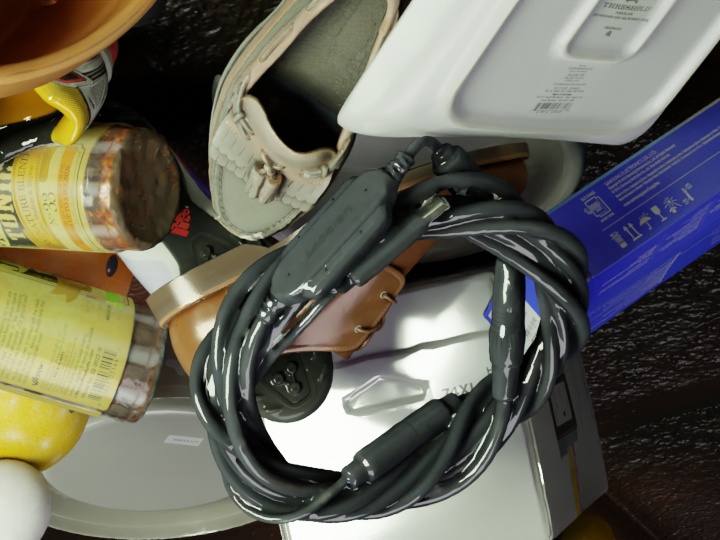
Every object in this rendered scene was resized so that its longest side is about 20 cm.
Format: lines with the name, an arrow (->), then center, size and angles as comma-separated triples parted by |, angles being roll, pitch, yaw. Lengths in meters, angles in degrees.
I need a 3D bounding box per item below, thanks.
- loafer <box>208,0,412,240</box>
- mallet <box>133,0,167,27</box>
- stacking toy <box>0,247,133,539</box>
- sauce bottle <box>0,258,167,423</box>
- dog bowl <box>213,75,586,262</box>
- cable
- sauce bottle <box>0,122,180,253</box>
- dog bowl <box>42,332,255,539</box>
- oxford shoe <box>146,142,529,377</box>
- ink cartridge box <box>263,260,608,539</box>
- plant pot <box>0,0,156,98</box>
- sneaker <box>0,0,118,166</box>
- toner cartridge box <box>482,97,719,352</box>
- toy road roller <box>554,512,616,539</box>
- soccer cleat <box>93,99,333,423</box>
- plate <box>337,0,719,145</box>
loafer -> -0.027, -0.084, 1.335 | 0.072, 0.063, 0.200 | 26, 128, -6
mallet -> -0.033, -0.148, 1.347 | 0.199, 0.041, 0.066 | -3, 150, -12
stacking toy -> -0.183, 0.059, 1.522 | 0.145, 0.201, 0.146 | -3, 153, -2
sauce bottle -> -0.197, 0.021, 1.438 | 0.199, 0.065, 0.065 | 18, 145, -17
dog bowl -> 0.025, -0.069, 1.467 | 0.199, 0.059, 0.200 | -4, 151, -2
cable -> 0.014, 0.040, 1.349 | 0.163, 0.051, 0.200 | 35, 99, -34
sauce bottle -> -0.186, -0.042, 1.432 | 0.199, 0.066, 0.066 | 1, 158, 32
dog bowl -> -0.124, 0.098, 1.752 | 0.199, 0.059, 0.200 | -5, 151, -3
oxford shoe -> 0.000, 0.000, 1.380 | 0.199, 0.072, 0.071 | -28, 172, 12
ink cartridge box -> 0.038, 0.078, 1.573 | 0.146, 0.147, 0.200 | -13, 180, 14
plant pot -> -0.177, -0.155, 1.169 | 0.199, 0.201, 0.140 | 5, 167, -19
sneaker -> -0.216, -0.081, 1.373 | 0.199, 0.082, 0.078 | -12, 129, 10
toner cartridge box -> 0.157, -0.033, 1.463 | 0.200, 0.043, 0.095 | -33, 164, -32
toy road roller -> 0.099, 0.198, 1.531 | 0.146, 0.123, 0.200 | -27, -170, -18
soccer cleat -> -0.080, -0.002, 1.462 | 0.068, 0.200, 0.073 | -41, 165, -4
plate -> 0.112, -0.124, 1.311 | 0.199, 0.032, 0.200 | -1, 138, -42
